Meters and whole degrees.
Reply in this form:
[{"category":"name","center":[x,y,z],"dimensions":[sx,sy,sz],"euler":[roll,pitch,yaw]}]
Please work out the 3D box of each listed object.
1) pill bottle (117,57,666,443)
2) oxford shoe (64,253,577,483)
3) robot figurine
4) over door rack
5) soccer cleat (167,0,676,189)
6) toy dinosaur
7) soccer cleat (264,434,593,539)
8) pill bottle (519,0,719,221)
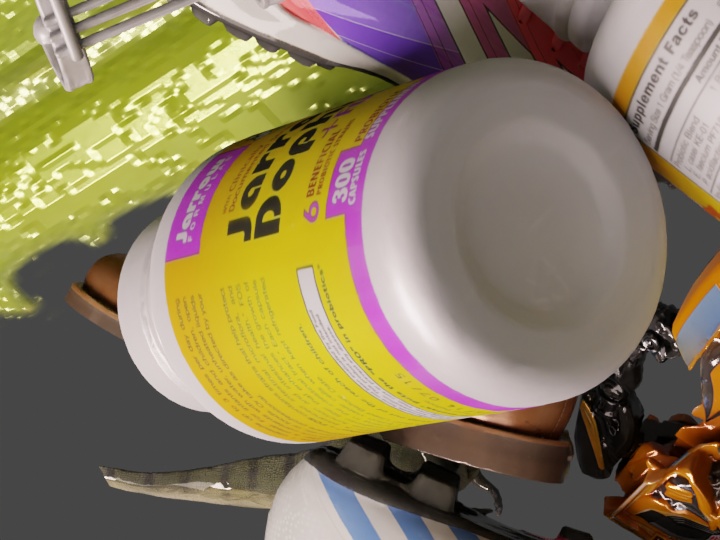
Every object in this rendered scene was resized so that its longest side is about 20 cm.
[{"category":"pill bottle","center":[0.000,0.000,0.955],"dimensions":[0.104,0.104,0.200],"euler":[46,151,-18]},{"category":"oxford shoe","center":[-0.011,0.018,1.088],"dimensions":[0.199,0.071,0.072],"euler":[14,92,18]},{"category":"robot figurine","center":[0.157,0.044,1.043],"dimensions":[0.145,0.058,0.200],"euler":[31,130,-3]},{"category":"over door rack","center":[-0.054,-0.166,0.882],"dimensions":[0.147,0.067,0.200],"euler":[-24,130,-9]},{"category":"soccer cleat","center":[0.032,-0.089,0.984],"dimensions":[0.199,0.068,0.073],"euler":[23,105,-6]},{"category":"toy dinosaur","center":[0.003,0.096,1.145],"dimensions":[0.199,0.047,0.088],"euler":[-11,107,26]},{"category":"soccer cleat","center":[0.057,0.130,1.058],"dimensions":[0.199,0.070,0.087],"euler":[24,96,7]},{"category":"pill bottle","center":[0.145,-0.056,0.913],"dimensions":[0.200,0.109,0.109],"euler":[40,132,17]}]
